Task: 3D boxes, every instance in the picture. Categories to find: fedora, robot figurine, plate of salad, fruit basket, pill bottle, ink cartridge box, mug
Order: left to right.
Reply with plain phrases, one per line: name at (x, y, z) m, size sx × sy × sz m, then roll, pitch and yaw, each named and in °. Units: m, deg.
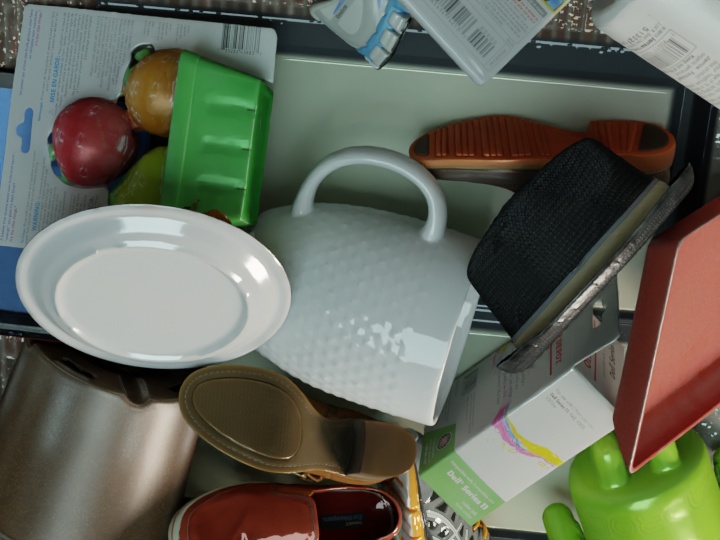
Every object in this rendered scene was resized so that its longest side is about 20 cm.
fruit basket at (-0.167, -0.098, 1.510) m, size 0.199 × 0.094 × 0.186 m, roll 6°, pitch 87°, yaw 15°
plate of salad at (-0.149, 0.007, 1.465) m, size 0.199 × 0.048 × 0.200 m, roll 1°, pitch 144°, yaw 1°
mug at (0.000, 0.000, 1.533) m, size 0.175 × 0.148 × 0.201 m, roll 17°, pitch 117°, yaw 7°
ink cartridge box at (0.144, 0.099, 1.588) m, size 0.200 × 0.117 × 0.067 m, roll -37°, pitch 109°, yaw 23°
fedora at (0.144, -0.024, 1.447) m, size 0.092 × 0.201 × 0.201 m, roll 42°, pitch 116°, yaw 3°
robot figurine at (0.238, 0.202, 1.637) m, size 0.175 × 0.116 × 0.201 m, roll -20°, pitch 116°, yaw 3°
pill bottle at (0.273, -0.170, 1.428) m, size 0.200 × 0.114 × 0.114 m, roll 31°, pitch 117°, yaw -12°

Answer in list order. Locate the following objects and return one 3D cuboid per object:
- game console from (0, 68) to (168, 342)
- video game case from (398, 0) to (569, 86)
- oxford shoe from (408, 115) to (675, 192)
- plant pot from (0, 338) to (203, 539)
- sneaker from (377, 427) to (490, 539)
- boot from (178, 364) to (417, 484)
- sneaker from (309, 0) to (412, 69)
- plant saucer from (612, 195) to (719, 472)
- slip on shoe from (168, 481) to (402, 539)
game console at (-0.246, -0.048, 1.549) m, size 0.199 × 0.173 × 0.119 m, roll 6°, pitch 146°, yaw 2°
video game case at (0.080, -0.259, 1.372) m, size 0.182 × 0.023 × 0.200 m, roll -44°, pitch 106°, yaw 2°
oxford shoe at (0.135, -0.070, 1.524) m, size 0.199 × 0.071 × 0.073 m, roll 3°, pitch 123°, yaw 3°
plant pot at (-0.218, 0.146, 1.619) m, size 0.199 × 0.200 × 0.199 m, roll 18°, pitch 111°, yaw -4°
sneaker at (0.068, 0.216, 1.695) m, size 0.077 × 0.078 × 0.201 m, roll -19°, pitch 116°, yaw -11°
boot at (-0.066, 0.130, 1.601) m, size 0.199 × 0.155 × 0.074 m, roll 20°, pitch 78°, yaw -16°
sneaker at (0.024, -0.244, 1.439) m, size 0.086 × 0.075 × 0.200 m, roll 29°, pitch 116°, yaw 0°
plant saucer at (0.256, 0.026, 1.516) m, size 0.037 × 0.199 × 0.201 m, roll 27°, pitch 125°, yaw 29°
slip on shoe at (-0.057, 0.201, 1.612) m, size 0.199 × 0.074 × 0.061 m, roll -1°, pitch 166°, yaw -24°
